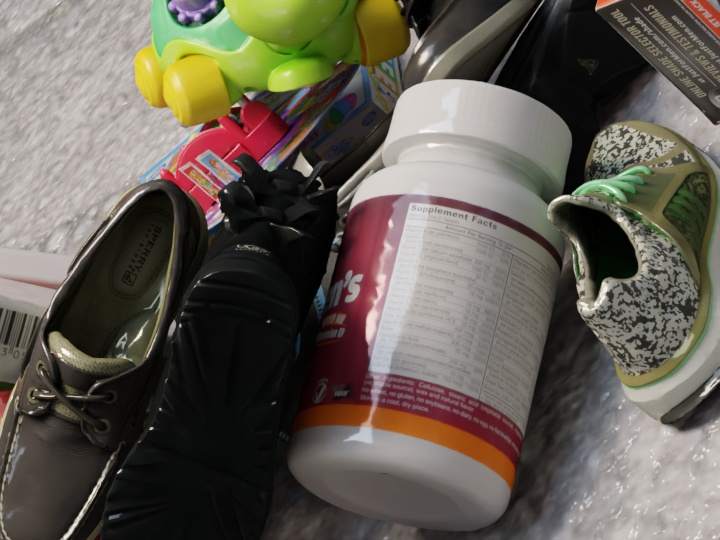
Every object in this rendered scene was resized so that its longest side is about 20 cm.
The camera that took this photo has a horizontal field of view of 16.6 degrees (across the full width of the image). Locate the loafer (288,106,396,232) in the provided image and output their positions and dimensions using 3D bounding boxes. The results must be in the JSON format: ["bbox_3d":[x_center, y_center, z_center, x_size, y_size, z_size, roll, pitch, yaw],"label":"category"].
[{"bbox_3d":[-0.022,-0.037,1.382,0.200,0.070,0.070,-33,19,3],"label":"loafer"}]

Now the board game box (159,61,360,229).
[{"bbox_3d":[-0.081,-0.075,1.452,0.200,0.039,0.158,-28,20,54],"label":"board game box"}]

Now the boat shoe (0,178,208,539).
[{"bbox_3d":[-0.132,0.046,1.191,0.066,0.072,0.201,71,-139,-79],"label":"boat shoe"}]

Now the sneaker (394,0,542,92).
[{"bbox_3d":[0.036,-0.150,1.317,0.075,0.106,0.200,-58,-3,31],"label":"sneaker"}]

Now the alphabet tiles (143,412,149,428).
[{"bbox_3d":[-0.072,0.035,1.415,0.166,0.006,0.200,-34,18,5],"label":"alphabet tiles"}]

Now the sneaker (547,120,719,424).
[{"bbox_3d":[0.127,-0.022,1.170,0.077,0.089,0.200,-39,30,21],"label":"sneaker"}]

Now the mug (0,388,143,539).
[{"bbox_3d":[-0.140,0.173,1.263,0.134,0.177,0.200,117,153,-50],"label":"mug"}]

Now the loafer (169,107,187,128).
[{"bbox_3d":[-0.081,-0.151,1.549,0.072,0.063,0.200,-38,5,33],"label":"loafer"}]

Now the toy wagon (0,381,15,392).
[{"bbox_3d":[-0.204,0.109,1.397,0.040,0.200,0.155,38,68,20],"label":"toy wagon"}]

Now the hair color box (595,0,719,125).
[{"bbox_3d":[0.194,-0.185,1.257,0.061,0.101,0.200,-18,43,45],"label":"hair color box"}]

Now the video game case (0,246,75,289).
[{"bbox_3d":[-0.227,0.020,1.474,0.182,0.200,0.022,140,134,-64],"label":"video game case"}]

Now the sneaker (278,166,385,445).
[{"bbox_3d":[0.000,0.000,1.291,0.073,0.082,0.200,143,147,-70],"label":"sneaker"}]

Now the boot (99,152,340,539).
[{"bbox_3d":[-0.063,0.049,1.186,0.163,0.073,0.199,-76,2,-70],"label":"boot"}]

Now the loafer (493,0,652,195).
[{"bbox_3d":[0.111,-0.118,1.331,0.200,0.073,0.072,-56,24,-14],"label":"loafer"}]

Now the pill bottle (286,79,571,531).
[{"bbox_3d":[0.038,0.016,1.198,0.109,0.109,0.200,-12,57,49],"label":"pill bottle"}]

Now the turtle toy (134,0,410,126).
[{"bbox_3d":[-0.053,-0.149,1.370,0.145,0.101,0.200,-20,16,-13],"label":"turtle toy"}]

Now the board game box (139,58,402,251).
[{"bbox_3d":[-0.058,-0.071,1.555,0.200,0.034,0.135,-38,30,21],"label":"board game box"}]

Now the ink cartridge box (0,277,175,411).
[{"bbox_3d":[-0.167,0.025,1.330,0.200,0.162,0.057,-139,64,-66],"label":"ink cartridge box"}]
